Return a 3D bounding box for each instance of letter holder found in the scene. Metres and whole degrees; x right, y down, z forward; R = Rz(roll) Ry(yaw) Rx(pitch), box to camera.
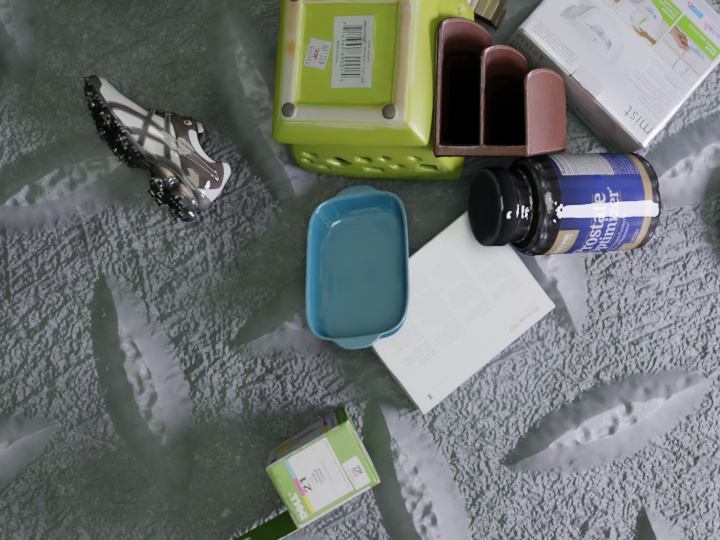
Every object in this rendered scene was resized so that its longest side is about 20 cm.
[{"bbox_3d":[0.154,-0.196,1.107,0.099,0.200,0.145,2,98,22],"label":"letter holder"}]

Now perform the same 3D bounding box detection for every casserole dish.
[{"bbox_3d":[0.000,0.000,1.171,0.119,0.039,0.203,-8,62,14],"label":"casserole dish"}]

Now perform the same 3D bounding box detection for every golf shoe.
[{"bbox_3d":[-0.233,-0.153,1.188,0.094,0.078,0.201,-42,93,-21],"label":"golf shoe"}]

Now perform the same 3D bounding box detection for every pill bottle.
[{"bbox_3d":[0.226,-0.075,1.166,0.197,0.112,0.114,-4,89,-19],"label":"pill bottle"}]

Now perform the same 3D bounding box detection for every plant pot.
[{"bbox_3d":[0.010,-0.212,1.119,0.196,0.181,0.204,4,88,15],"label":"plant pot"}]

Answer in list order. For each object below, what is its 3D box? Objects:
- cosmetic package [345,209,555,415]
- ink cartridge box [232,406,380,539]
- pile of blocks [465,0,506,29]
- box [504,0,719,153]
[{"bbox_3d":[0.102,0.044,1.206,0.199,0.052,0.152,-38,88,-4],"label":"cosmetic package"},{"bbox_3d":[-0.084,0.238,1.140,0.198,0.148,0.077,-29,90,-4],"label":"ink cartridge box"},{"bbox_3d":[0.097,-0.350,1.188,0.198,0.082,0.063,23,99,-36],"label":"pile of blocks"},{"bbox_3d":[0.301,-0.265,1.206,0.200,0.097,0.177,42,87,-2],"label":"box"}]
